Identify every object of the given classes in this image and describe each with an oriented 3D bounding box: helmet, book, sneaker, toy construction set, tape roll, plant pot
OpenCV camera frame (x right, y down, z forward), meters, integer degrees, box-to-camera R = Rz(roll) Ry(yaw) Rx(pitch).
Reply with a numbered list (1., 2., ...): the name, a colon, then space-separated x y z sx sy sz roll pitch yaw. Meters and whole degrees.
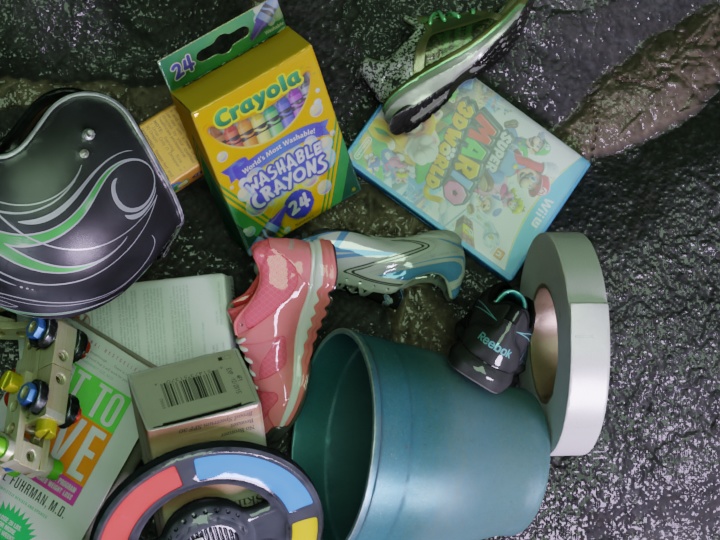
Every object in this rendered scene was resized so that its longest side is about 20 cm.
1. helmet: -0.265 -0.057 1.340 0.190 0.200 0.201 -33 89 -11
2. book: -0.265 0.153 1.433 0.133 0.048 0.201 29 89 11
3. sneaker: 0.129 0.052 1.437 0.075 0.200 0.080 29 101 0
4. toy construction set: -0.301 0.105 1.386 0.092 0.131 0.201 13 60 -46
5. sneaker: -0.083 0.058 1.451 0.086 0.074 0.201 12 108 -12
6. sneaker: 0.081 -0.220 1.513 0.200 0.077 0.089 -39 80 -13
7. tape roll: 0.179 0.065 1.441 0.037 0.203 0.204 0 83 -8
8. plant pot: 0.059 0.162 1.426 0.187 0.200 0.201 8 82 -21
9. sneaker: 0.000 0.000 1.491 0.199 0.072 0.073 -2 77 -7

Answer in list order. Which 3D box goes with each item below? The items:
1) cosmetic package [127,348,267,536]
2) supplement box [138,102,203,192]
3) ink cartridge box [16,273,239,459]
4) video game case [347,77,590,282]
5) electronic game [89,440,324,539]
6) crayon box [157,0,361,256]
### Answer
1. cosmetic package: -0.131 0.180 1.391 0.103 0.087 0.201 -15 125 -12
2. supplement box: -0.219 -0.080 1.474 0.200 0.067 0.069 -36 89 -9
3. ink cartridge box: -0.209 0.093 1.476 0.199 0.047 0.161 -6 85 6
4. video game case: 0.102 -0.104 1.543 0.200 0.018 0.143 36 80 -2
5. electronic game: -0.127 0.225 1.342 0.199 0.042 0.201 -9 123 -14
6. crayon box: -0.087 -0.126 1.440 0.125 0.052 0.201 -31 130 -13
